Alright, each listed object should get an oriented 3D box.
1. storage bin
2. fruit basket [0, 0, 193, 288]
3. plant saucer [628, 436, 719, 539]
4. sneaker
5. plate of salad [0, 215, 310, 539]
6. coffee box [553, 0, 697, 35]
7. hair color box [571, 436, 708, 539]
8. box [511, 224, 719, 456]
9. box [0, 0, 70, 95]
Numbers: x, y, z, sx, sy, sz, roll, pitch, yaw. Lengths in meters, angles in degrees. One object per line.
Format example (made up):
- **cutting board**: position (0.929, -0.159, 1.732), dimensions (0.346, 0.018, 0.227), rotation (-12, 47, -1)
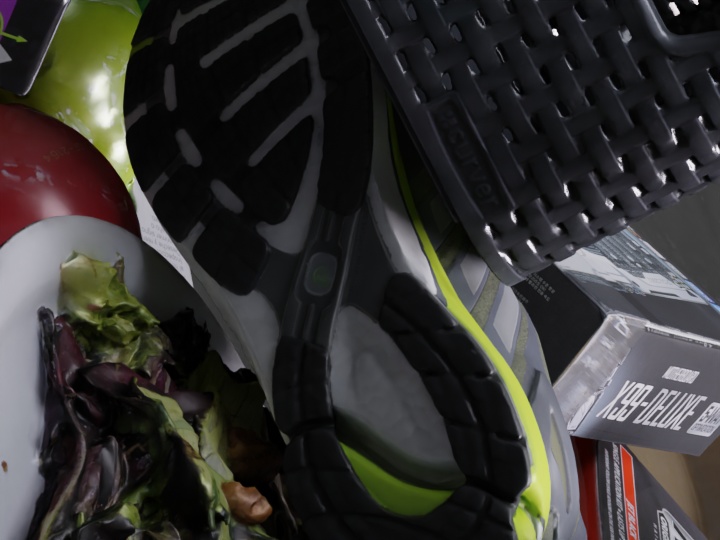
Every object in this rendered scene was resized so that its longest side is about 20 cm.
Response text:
- **storage bin**: position (0.053, -0.090, 0.738), dimensions (0.136, 0.094, 0.200), rotation (62, 13, -7)
- **fruit basket**: position (-0.105, -0.035, 0.722), dimensions (0.185, 0.093, 0.201), rotation (22, 55, -57)
- **plant saucer**: position (0.095, 0.046, 1.105), dimensions (0.200, 0.029, 0.200), rotation (46, 24, -27)
- **sneaker**: position (0.000, 0.000, 0.707), dimensions (0.081, 0.074, 0.201), rotation (30, 37, -63)
- **plate of salad**: position (-0.040, 0.082, 0.656), dimensions (0.200, 0.048, 0.201), rotation (47, 36, -50)
- **coffee box**: position (0.043, -0.123, 1.022), dimensions (0.114, 0.080, 0.200), rotation (23, 9, -32)
- **hair color box**: position (0.117, 0.154, 0.948), dimensions (0.200, 0.061, 0.102), rotation (49, 20, -21)
- **box**: position (0.033, -0.022, 0.949), dimensions (0.200, 0.050, 0.158), rotation (44, 14, 26)
- **box**: position (-0.158, -0.123, 0.628), dimensions (0.199, 0.036, 0.143), rotation (19, 39, -15)
